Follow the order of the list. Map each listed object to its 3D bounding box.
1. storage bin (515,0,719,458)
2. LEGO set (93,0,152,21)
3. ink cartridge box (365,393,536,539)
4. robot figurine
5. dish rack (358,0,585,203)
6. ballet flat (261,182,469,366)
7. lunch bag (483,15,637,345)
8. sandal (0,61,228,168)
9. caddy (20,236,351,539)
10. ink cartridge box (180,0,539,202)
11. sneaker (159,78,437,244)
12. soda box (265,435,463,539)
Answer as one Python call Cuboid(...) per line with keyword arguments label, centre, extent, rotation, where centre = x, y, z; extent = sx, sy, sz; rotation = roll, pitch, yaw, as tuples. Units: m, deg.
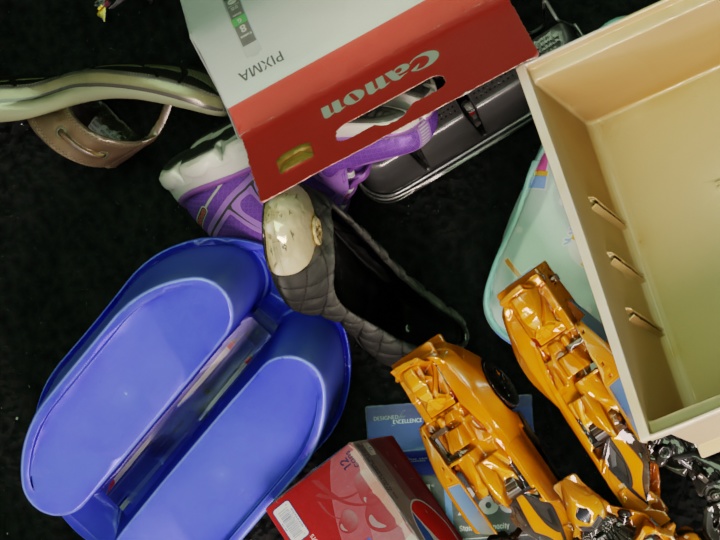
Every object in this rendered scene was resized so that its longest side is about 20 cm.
Cuboid(label="storage bin", centre=(0.208, -0.039, 1.193), extent=(0.198, 0.094, 0.201), rotation=(-24, 69, 18))
Cuboid(label="LEGO set", centre=(-0.102, -0.231, 1.337), extent=(0.116, 0.200, 0.154), rotation=(42, 75, 9))
Cuboid(label="ink cartridge box", centre=(0.051, 0.168, 1.330), extent=(0.099, 0.039, 0.202), rotation=(-6, 80, 10))
Cuboid(label="robot figurine", centre=(0.109, 0.106, 1.261), extent=(0.145, 0.058, 0.201), rotation=(-35, 89, 20))
Cuboid(label="dish rack", centre=(0.022, -0.159, 1.375), extent=(0.153, 0.055, 0.201), rotation=(-30, 76, 4))
Cuboid(label="ballet flat", centre=(0.000, 0.000, 1.284), extent=(0.056, 0.200, 0.067), rotation=(-2, 71, 24))
Cuboid(label="lunch bag", centre=(0.165, -0.021, 1.317), extent=(0.159, 0.077, 0.201), rotation=(23, 87, 11))
Cuboid(label="sandal", centre=(-0.159, -0.086, 1.391), extent=(0.199, 0.080, 0.058), rotation=(-5, 97, 18))
Cuboid(label="caddy", centre=(-0.095, 0.077, 1.335), extent=(0.141, 0.105, 0.200), rotation=(41, 101, -3))
Cuboid(label="ink cartridge box", centre=(-0.008, -0.134, 1.265), extent=(0.160, 0.200, 0.050), rotation=(-28, 120, 6))
Cuboid(label="sneaker", centre=(-0.021, -0.057, 1.324), extent=(0.081, 0.199, 0.084), rotation=(-43, 106, -38))
Cuboid(label="soda box", centre=(0.038, 0.185, 1.273), extent=(0.063, 0.070, 0.201), rotation=(-38, 77, 15))
